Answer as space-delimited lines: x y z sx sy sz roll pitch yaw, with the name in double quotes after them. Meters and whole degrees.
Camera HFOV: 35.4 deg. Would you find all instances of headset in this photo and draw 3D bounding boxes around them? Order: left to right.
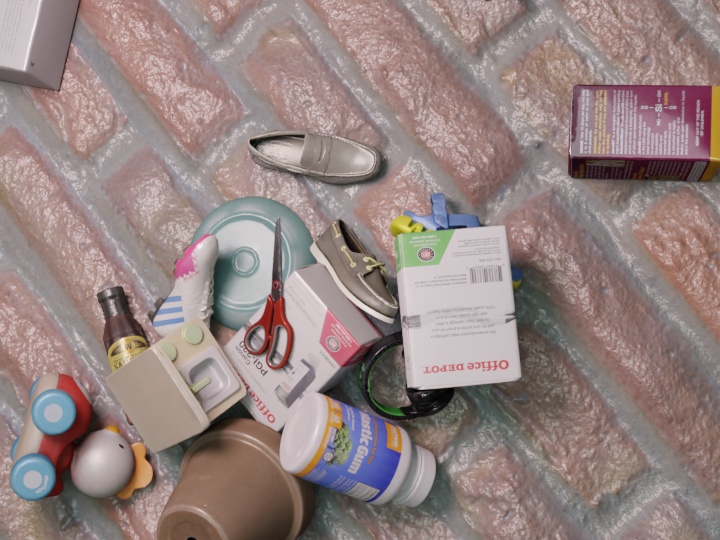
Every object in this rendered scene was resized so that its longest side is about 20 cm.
0.099 0.143 1.545 0.198 0.094 0.125 -12 113 -14 "headset"

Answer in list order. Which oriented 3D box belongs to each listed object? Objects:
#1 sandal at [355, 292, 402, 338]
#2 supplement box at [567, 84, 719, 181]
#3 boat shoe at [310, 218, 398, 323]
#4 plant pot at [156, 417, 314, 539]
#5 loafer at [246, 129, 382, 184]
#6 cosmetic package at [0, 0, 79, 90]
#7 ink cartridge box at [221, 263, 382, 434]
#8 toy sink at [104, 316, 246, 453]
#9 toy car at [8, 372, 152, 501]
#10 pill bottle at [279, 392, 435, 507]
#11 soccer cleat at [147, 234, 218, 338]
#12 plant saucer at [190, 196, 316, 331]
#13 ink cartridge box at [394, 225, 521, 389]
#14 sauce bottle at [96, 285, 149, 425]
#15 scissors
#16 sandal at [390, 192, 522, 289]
0.016 0.071 1.606 0.198 0.043 0.077 -10 91 13 "sandal"
0.381 -0.184 1.519 0.198 0.131 0.104 2 84 10 "supplement box"
-0.002 -0.001 1.562 0.060 0.072 0.202 -53 44 11 "boat shoe"
-0.184 0.327 1.523 0.198 0.175 0.202 8 112 20 "plant pot"
-0.068 -0.166 1.628 0.198 0.070 0.071 5 86 11 "loafer"
-0.546 -0.398 1.710 0.198 0.123 0.202 12 87 12 "cosmetic package"
-0.092 0.112 1.577 0.146 0.085 0.200 48 113 11 "ink cartridge box"
-0.244 0.152 1.545 0.112 0.200 0.131 -35 92 -35 "toy sink"
-0.390 0.253 1.627 0.198 0.184 0.179 18 87 -18 "toy car"
0.000 0.249 1.525 0.199 0.112 0.113 24 89 -23 "pill bottle"
-0.233 0.034 1.613 0.086 0.070 0.201 42 129 10 "soccer cleat"
-0.165 -0.011 1.651 0.198 0.036 0.202 -1 85 10 "plant saucer"
0.124 0.050 1.476 0.144 0.084 0.202 -4 84 -5 "ink cartridge box"
-0.341 0.124 1.656 0.065 0.066 0.202 -22 83 8 "sauce bottle"
-0.108 0.033 1.525 0.073 0.014 0.202 21 102 24 "scissors"
0.144 -0.042 1.579 0.199 0.080 0.087 33 75 7 "sandal"
